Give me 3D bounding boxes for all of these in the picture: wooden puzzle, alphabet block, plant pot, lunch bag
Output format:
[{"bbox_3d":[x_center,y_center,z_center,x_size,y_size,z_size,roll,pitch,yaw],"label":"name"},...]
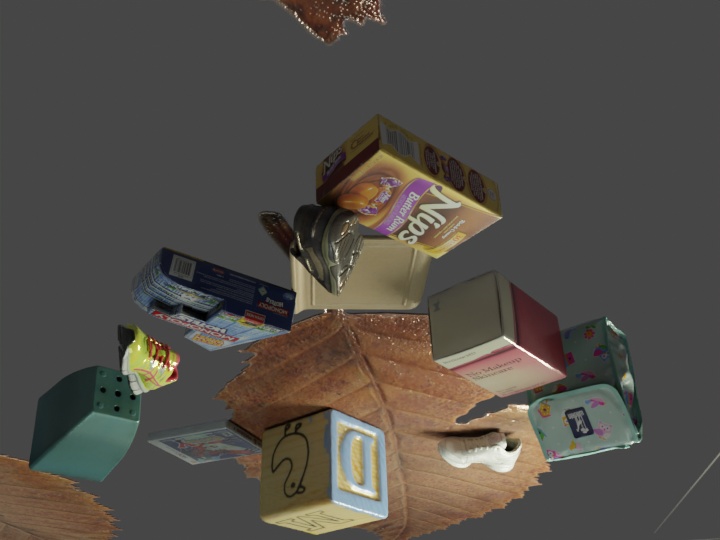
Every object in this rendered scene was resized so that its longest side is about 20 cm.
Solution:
[{"bbox_3d":[0.000,0.000,1.069,0.196,0.038,0.186,-4,149,-6],"label":"wooden puzzle"},{"bbox_3d":[-0.076,0.427,1.608,0.198,0.199,0.195,-24,141,30],"label":"alphabet block"},{"bbox_3d":[-0.479,0.264,1.371,0.140,0.143,0.199,22,135,-35],"label":"plant pot"},{"bbox_3d":[0.361,0.202,1.254,0.168,0.203,0.121,-22,144,31],"label":"lunch bag"}]

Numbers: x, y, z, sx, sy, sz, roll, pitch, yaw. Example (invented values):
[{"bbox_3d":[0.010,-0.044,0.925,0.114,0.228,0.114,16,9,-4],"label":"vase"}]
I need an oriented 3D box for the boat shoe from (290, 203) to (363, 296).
[{"bbox_3d":[-0.042,-0.031,0.919,0.072,0.075,0.201,26,160,9],"label":"boat shoe"}]

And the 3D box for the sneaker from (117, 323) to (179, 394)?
[{"bbox_3d":[-0.341,0.137,1.242,0.088,0.080,0.201,-7,155,-8],"label":"sneaker"}]

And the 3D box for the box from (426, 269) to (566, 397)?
[{"bbox_3d":[0.210,0.102,1.170,0.127,0.111,0.199,-24,143,33],"label":"box"}]

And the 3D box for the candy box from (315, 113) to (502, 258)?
[{"bbox_3d":[0.058,-0.091,0.897,0.198,0.057,0.116,21,142,-35],"label":"candy box"}]

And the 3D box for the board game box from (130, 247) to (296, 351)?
[{"bbox_3d":[-0.222,0.054,1.085,0.197,0.063,0.199,20,154,-24],"label":"board game box"}]

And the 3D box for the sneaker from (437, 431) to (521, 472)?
[{"bbox_3d":[0.266,0.387,1.699,0.196,0.076,0.101,9,129,-19],"label":"sneaker"}]

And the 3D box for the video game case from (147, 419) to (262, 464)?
[{"bbox_3d":[-0.333,0.378,1.675,0.196,0.023,0.183,-13,147,18],"label":"video game case"}]
